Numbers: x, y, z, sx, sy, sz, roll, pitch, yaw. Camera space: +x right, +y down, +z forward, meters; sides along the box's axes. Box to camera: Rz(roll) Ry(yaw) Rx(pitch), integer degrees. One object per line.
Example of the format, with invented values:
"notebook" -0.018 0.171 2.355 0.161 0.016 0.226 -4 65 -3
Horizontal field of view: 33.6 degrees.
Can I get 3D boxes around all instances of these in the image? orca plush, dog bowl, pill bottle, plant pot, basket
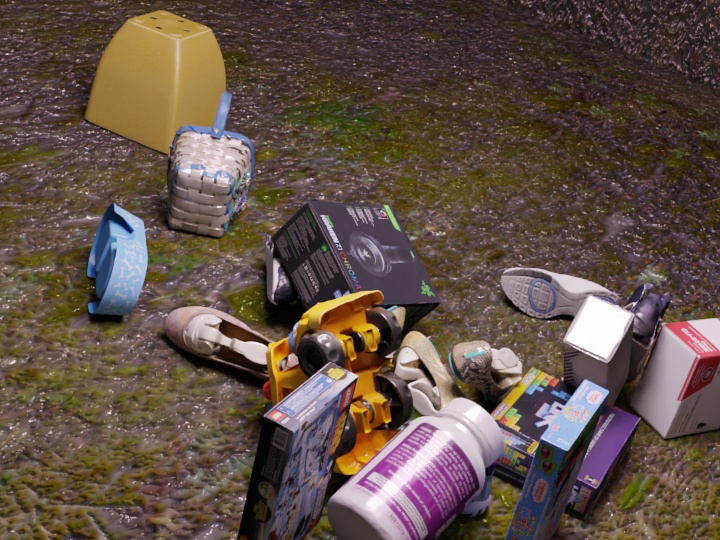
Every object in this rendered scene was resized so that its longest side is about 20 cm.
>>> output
"orca plush" -0.101 0.004 1.741 0.071 0.106 0.200 7 4 -10
"dog bowl" -0.336 -0.012 1.650 0.049 0.112 0.200 18 24 -22
"pill bottle" 0.066 0.232 1.309 0.112 0.113 0.200 32 55 31
"plant pot" -0.360 -0.357 2.174 0.195 0.201 0.194 24 29 17
"basket" -0.240 -0.162 1.905 0.138 0.177 0.201 9 47 -8

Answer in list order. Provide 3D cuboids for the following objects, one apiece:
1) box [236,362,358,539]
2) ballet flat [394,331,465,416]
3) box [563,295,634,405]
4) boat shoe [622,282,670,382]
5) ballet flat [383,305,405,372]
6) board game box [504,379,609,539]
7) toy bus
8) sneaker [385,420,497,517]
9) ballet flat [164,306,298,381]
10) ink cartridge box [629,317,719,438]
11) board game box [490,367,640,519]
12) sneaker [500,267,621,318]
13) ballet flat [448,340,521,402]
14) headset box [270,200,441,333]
"box" -0.070 0.211 1.253 0.040 0.201 0.137 25 29 20
"ballet flat" 0.083 0.146 1.574 0.070 0.071 0.200 -1 33 -26
"box" 0.320 0.119 1.606 0.068 0.200 0.082 25 68 22
"boat shoe" 0.387 0.090 1.690 0.074 0.200 0.093 31 70 7
"ballet flat" 0.001 0.119 1.574 0.199 0.071 0.071 -31 49 -32
"board game box" 0.212 0.240 1.330 0.036 0.201 0.151 25 30 19
"toy bus" -0.050 0.128 1.434 0.191 0.201 0.135 2 14 44
"sneaker" 0.089 0.209 1.453 0.200 0.088 0.074 33 33 32
"ballet flat" -0.170 0.093 1.557 0.199 0.069 0.067 18 -6 8
"ink cartridge box" 0.503 0.148 1.697 0.199 0.145 0.084 -5 34 -31
"board game box" 0.255 0.219 1.547 0.165 0.057 0.200 23 29 19
"sneaker" 0.316 0.038 1.915 0.199 0.075 0.087 16 15 -10
"ballet flat" 0.174 0.131 1.568 0.075 0.068 0.200 -18 -20 13
"headset box" 0.000 0.000 1.690 0.199 0.093 0.175 1 56 -50
